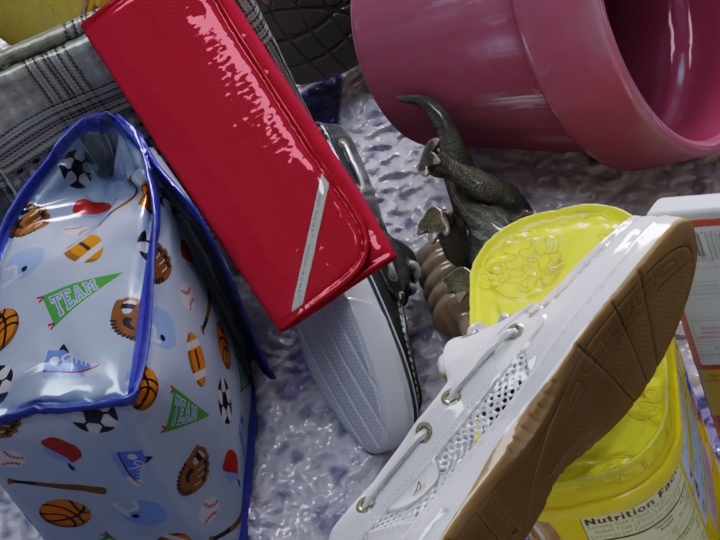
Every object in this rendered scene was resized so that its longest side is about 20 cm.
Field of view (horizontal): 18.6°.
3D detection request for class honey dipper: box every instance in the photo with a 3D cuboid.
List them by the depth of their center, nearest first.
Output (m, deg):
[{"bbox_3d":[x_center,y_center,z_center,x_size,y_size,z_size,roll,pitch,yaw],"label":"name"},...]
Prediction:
[{"bbox_3d":[0.072,0.063,1.159,0.038,0.038,0.200,-23,48,4],"label":"honey dipper"}]

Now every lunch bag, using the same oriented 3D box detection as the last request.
[{"bbox_3d":[-0.121,0.039,1.168,0.124,0.170,0.200,-8,49,13],"label":"lunch bag"}]

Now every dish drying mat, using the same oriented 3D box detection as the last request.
[{"bbox_3d":[-0.065,-0.070,1.154,0.077,0.018,0.200,-34,81,2],"label":"dish drying mat"}]

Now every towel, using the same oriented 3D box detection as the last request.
[{"bbox_3d":[-0.126,-0.062,1.241,0.200,0.193,0.035,-22,41,3],"label":"towel"}]

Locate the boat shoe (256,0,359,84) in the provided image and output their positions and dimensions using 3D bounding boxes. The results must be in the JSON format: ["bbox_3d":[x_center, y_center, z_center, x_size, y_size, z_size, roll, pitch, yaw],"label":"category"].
[{"bbox_3d":[-0.019,-0.165,1.348,0.200,0.075,0.073,-18,25,-28],"label":"boat shoe"}]

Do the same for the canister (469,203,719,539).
[{"bbox_3d":[0.117,0.090,1.004,0.086,0.200,0.149,-12,48,14],"label":"canister"}]

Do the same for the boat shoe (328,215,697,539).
[{"bbox_3d":[0.059,0.048,0.877,0.069,0.071,0.200,28,68,35],"label":"boat shoe"}]

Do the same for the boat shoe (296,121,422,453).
[{"bbox_3d":[0.000,0.000,1.197,0.071,0.072,0.200,-11,71,-30],"label":"boat shoe"}]

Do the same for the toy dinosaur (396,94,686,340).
[{"bbox_3d":[0.075,-0.016,1.175,0.200,0.102,0.077,39,94,33],"label":"toy dinosaur"}]

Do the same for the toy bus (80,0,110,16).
[{"bbox_3d":[-0.122,-0.168,1.272,0.078,0.065,0.200,-150,73,-76],"label":"toy bus"}]

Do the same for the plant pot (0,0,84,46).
[{"bbox_3d":[-0.154,-0.193,1.385,0.200,0.200,0.142,-33,73,-6],"label":"plant pot"}]

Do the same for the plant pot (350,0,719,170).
[{"bbox_3d":[0.101,-0.148,1.230,0.179,0.200,0.200,-9,47,35],"label":"plant pot"}]

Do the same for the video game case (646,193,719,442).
[{"bbox_3d":[0.220,0.053,0.981,0.143,0.200,0.017,-4,28,35],"label":"video game case"}]
